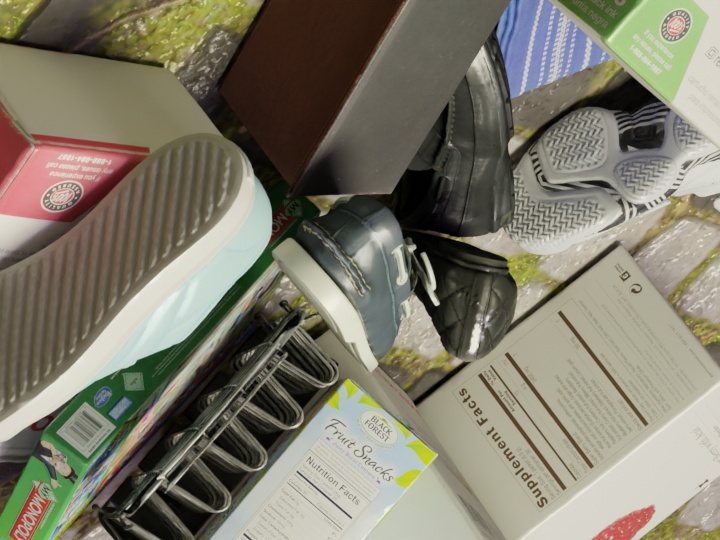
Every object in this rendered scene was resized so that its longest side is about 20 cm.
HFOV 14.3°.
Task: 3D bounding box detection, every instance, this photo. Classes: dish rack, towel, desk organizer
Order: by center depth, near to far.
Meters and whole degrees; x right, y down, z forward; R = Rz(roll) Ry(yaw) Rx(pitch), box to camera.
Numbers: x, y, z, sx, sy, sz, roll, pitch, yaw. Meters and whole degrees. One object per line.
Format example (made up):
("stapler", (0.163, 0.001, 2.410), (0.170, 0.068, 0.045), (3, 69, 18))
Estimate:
("desk organizer", (0.015, -0.134, 1.377), (0.072, 0.077, 0.200), (-4, 136, -44))
("dish rack", (-0.069, 0.084, 1.439), (0.153, 0.055, 0.200), (-51, -177, -10))
("towel", (0.154, -0.163, 1.535), (0.200, 0.024, 0.145), (-22, 147, -24))

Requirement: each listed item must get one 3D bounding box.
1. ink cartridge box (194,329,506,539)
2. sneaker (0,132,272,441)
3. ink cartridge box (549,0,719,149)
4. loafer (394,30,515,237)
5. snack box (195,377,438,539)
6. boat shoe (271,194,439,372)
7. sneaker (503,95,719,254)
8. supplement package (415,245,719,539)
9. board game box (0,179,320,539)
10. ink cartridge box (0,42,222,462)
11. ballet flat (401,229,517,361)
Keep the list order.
("ink cartridge box", (0.001, 0.166, 1.657), (0.145, 0.200, 0.147), (-36, 150, 3))
("sneaker", (-0.118, 0.026, 1.301), (0.200, 0.074, 0.082), (-36, 146, 1))
("ink cartridge box", (0.197, -0.182, 1.452), (0.200, 0.084, 0.145), (-50, 141, 6))
("loafer", (0.043, -0.076, 1.492), (0.070, 0.068, 0.201), (-10, 151, -2))
("snack box", (-0.051, 0.150, 1.500), (0.200, 0.068, 0.169), (-51, 180, -3))
("boat shoe", (0.000, 0.000, 1.444), (0.062, 0.075, 0.200), (-40, 166, -2))
("sneaker", (0.176, -0.058, 1.649), (0.200, 0.075, 0.115), (-35, 150, -2))
("supplement package", (0.133, 0.106, 1.787), (0.200, 0.120, 0.121), (-39, 151, 4))
("board game box", (-0.105, 0.053, 1.453), (0.200, 0.029, 0.135), (-48, 174, -34))
("ink cartridge box", (-0.170, -0.005, 1.359), (0.146, 0.085, 0.200), (5, 128, -49))
("ballet flat", (0.043, 0.011, 1.549), (0.200, 0.066, 0.057), (-143, -113, -84))
